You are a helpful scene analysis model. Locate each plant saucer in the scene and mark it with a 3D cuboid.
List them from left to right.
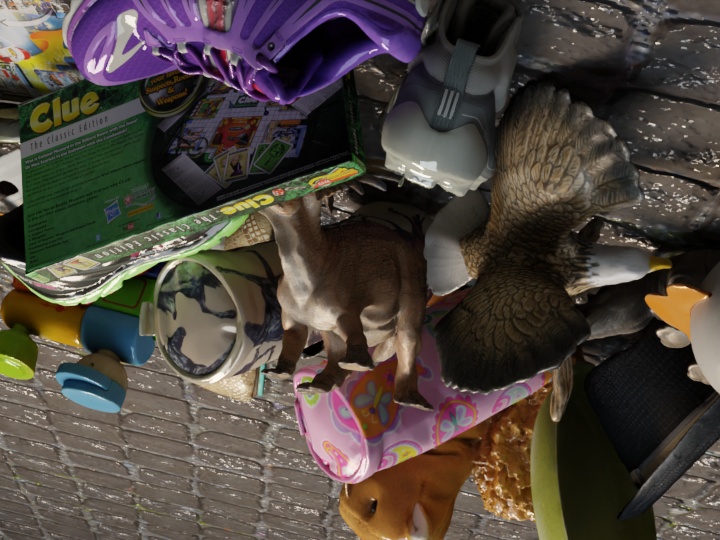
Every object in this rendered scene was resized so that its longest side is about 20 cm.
[{"bbox_3d":[0.159,0.164,1.138,0.031,0.201,0.200,-12,150,25],"label":"plant saucer"}]

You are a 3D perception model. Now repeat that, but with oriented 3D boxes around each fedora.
[{"bbox_3d":[0.212,0.077,1.113,0.092,0.200,0.201,45,163,12],"label":"fedora"}]

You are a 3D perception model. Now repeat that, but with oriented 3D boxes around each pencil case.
[{"bbox_3d":[-0.039,0.010,1.022,0.089,0.078,0.199,-8,-174,44],"label":"pencil case"},{"bbox_3d":[0.051,0.066,1.095,0.199,0.088,0.087,-26,180,-31],"label":"pencil case"}]

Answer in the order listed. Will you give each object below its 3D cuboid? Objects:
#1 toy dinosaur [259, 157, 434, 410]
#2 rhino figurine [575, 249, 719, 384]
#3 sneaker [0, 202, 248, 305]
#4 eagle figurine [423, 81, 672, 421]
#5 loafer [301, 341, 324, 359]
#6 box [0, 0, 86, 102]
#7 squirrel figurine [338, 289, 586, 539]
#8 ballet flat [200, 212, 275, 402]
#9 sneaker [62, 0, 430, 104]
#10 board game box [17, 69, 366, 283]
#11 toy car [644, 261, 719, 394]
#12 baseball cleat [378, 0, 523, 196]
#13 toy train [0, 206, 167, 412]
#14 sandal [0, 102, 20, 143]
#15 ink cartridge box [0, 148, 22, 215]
[{"bbox_3d":[0.000,0.000,0.933,0.085,0.137,0.200,2,165,26],"label":"toy dinosaur"},{"bbox_3d":[0.213,0.021,1.013,0.199,0.088,0.060,0,135,31],"label":"rhino figurine"},{"bbox_3d":[-0.130,-0.043,0.936,0.199,0.077,0.084,-33,147,22],"label":"sneaker"},{"bbox_3d":[0.102,-0.008,0.937,0.150,0.152,0.200,-31,164,11],"label":"eagle figurine"},{"bbox_3d":[-0.060,0.029,1.219,0.075,0.070,0.200,20,158,-18],"label":"loafer"},{"bbox_3d":[-0.181,-0.150,0.885,0.135,0.038,0.200,7,158,12],"label":"box"},{"bbox_3d":[0.075,0.124,1.214,0.198,0.188,0.142,12,159,4],"label":"squirrel figurine"},{"bbox_3d":[-0.090,0.015,1.125,0.065,0.071,0.201,6,130,-4],"label":"ballet flat"},{"bbox_3d":[-0.060,-0.116,0.793,0.199,0.084,0.081,-8,161,28],"label":"sneaker"},{"bbox_3d":[-0.093,-0.070,0.864,0.199,0.106,0.023,-17,157,23],"label":"board game box"},{"bbox_3d":[0.240,0.025,0.860,0.199,0.186,0.177,4,157,25],"label":"toy car"},{"bbox_3d":[0.053,-0.092,0.849,0.069,0.107,0.200,22,-171,-4],"label":"baseball cleat"},{"bbox_3d":[-0.231,0.022,1.144,0.198,0.116,0.085,14,155,14],"label":"toy train"},{"bbox_3d":[-0.163,-0.062,1.021,0.079,0.058,0.201,10,174,27],"label":"sandal"},{"bbox_3d":[-0.194,-0.033,1.203,0.200,0.048,0.160,36,152,-27],"label":"ink cartridge box"}]
